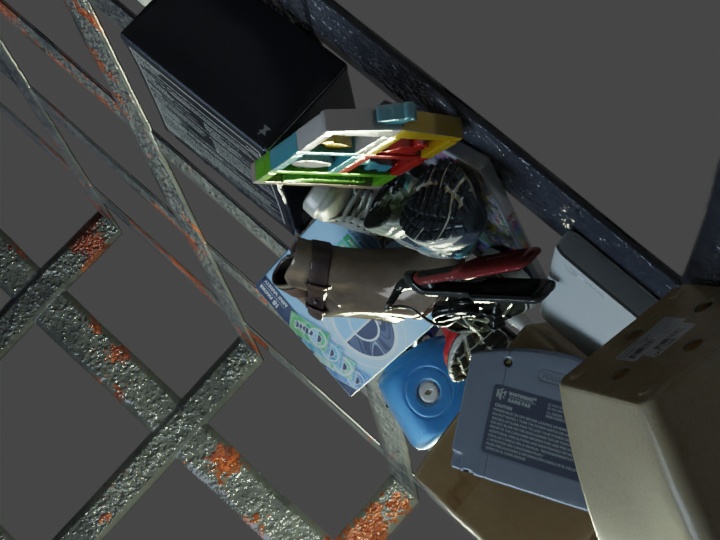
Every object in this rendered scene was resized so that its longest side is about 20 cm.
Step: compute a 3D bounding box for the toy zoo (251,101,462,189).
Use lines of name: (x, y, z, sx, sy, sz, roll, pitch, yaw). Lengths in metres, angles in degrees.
toy zoo: (0.000, -0.107, 1.309, 0.130, 0.021, 0.200, 1, 168, -26)

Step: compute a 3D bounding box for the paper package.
paper package: (0.187, 0.180, 1.483, 0.190, 0.201, 0.103, 41, -164, 23)

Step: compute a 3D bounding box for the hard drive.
hard drive: (0.223, 0.045, 1.361, 0.132, 0.026, 0.200, 41, 169, 14)

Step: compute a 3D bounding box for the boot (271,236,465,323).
boot: (0.000, 0.000, 1.515, 0.145, 0.071, 0.200, 19, 148, -17)

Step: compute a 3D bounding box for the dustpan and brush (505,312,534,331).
dustpan and brush: (0.204, 0.100, 1.585, 0.199, 0.057, 0.140, 37, 157, 1)

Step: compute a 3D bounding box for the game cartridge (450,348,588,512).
game cartridge: (0.185, 0.145, 1.405, 0.198, 0.135, 0.041, 15, 180, 30)

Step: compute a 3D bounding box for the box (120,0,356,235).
box: (-0.108, -0.170, 1.487, 0.199, 0.123, 0.199, 39, 168, 18)

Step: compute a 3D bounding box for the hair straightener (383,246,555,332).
hair straightener: (0.099, 0.030, 1.394, 0.199, 0.041, 0.078, -13, 112, 44)

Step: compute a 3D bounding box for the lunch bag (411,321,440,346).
lunch bag: (0.033, 0.006, 1.760, 0.160, 0.076, 0.200, 38, 167, 16)

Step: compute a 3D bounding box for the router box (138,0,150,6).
router box: (-0.270, -0.375, 1.504, 0.179, 0.049, 0.200, 43, 169, 7)

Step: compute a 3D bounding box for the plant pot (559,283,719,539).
plant pot: (0.264, 0.122, 1.118, 0.178, 0.199, 0.200, 57, 165, -14)

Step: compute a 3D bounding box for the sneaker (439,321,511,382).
sneaker: (0.113, 0.070, 1.662, 0.085, 0.077, 0.200, 52, -177, 12)

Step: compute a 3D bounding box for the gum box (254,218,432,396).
gum box: (-0.008, 0.024, 1.662, 0.170, 0.045, 0.200, 48, 138, 1)

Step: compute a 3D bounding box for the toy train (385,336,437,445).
toy train: (0.117, 0.175, 1.967, 0.200, 0.114, 0.087, 40, 168, 17)

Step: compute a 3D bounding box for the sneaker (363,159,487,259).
sneaker: (0.079, -0.048, 1.370, 0.086, 0.078, 0.200, 28, 177, -19)

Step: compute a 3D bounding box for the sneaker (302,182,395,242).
sneaker: (0.010, -0.070, 1.491, 0.084, 0.073, 0.200, 37, -165, 13)

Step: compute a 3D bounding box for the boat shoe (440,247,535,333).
boat shoe: (0.121, 0.031, 1.475, 0.071, 0.064, 0.200, 43, 168, 0)

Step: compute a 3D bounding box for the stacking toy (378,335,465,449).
stacking toy: (0.114, 0.133, 1.839, 0.111, 0.115, 0.200, 60, -159, 8)

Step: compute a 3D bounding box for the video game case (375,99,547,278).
video game case: (0.097, -0.066, 1.417, 0.143, 0.018, 0.200, 34, 165, 39)
